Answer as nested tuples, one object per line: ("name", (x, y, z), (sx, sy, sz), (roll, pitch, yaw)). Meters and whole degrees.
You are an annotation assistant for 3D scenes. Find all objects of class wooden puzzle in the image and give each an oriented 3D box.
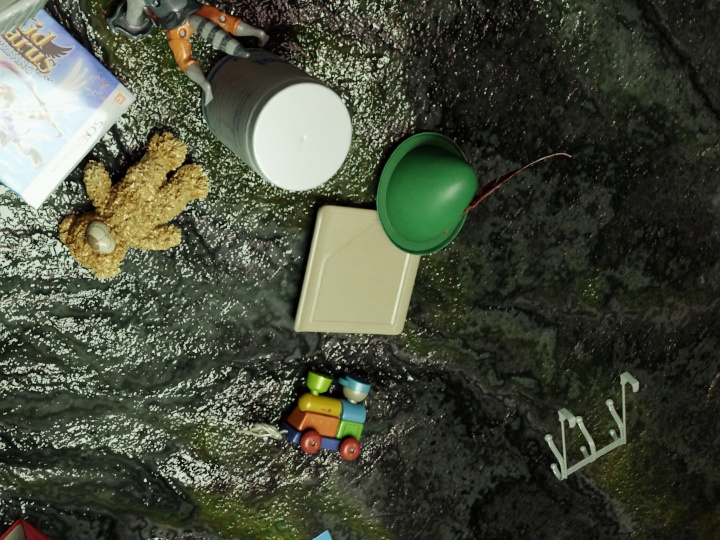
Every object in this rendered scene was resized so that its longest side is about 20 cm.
("wooden puzzle", (0.000, 0.000, 1.536), (0.197, 0.037, 0.188), (2, 109, -34))

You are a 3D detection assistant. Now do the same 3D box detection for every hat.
("hat", (0.140, -0.107, 1.458), (0.164, 0.175, 0.203), (26, 85, -33))

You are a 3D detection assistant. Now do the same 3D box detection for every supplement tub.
("supplement tub", (-0.106, -0.187, 1.293), (0.130, 0.200, 0.134), (-11, 116, -24))

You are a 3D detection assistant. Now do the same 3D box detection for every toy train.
("toy train", (-0.078, 0.198, 1.553), (0.198, 0.084, 0.118), (17, 92, -33))

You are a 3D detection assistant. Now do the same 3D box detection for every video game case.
("video game case", (-0.391, -0.202, 1.226), (0.182, 0.045, 0.200), (-49, 125, -3))

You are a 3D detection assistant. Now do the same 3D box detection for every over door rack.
("over door rack", (0.393, 0.260, 1.829), (0.146, 0.067, 0.202), (-26, 142, -16))

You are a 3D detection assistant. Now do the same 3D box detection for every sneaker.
("sneaker", (-0.357, -0.334, 1.147), (0.082, 0.074, 0.202), (39, 53, -20))

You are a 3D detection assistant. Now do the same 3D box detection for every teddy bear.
("teddy bear", (-0.279, -0.080, 1.326), (0.198, 0.067, 0.147), (-26, 119, -17))

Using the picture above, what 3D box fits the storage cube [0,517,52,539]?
("storage cube", (-0.435, 0.480, 1.420), (0.200, 0.171, 0.180), (-45, 125, -4))

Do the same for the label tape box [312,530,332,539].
("label tape box", (-0.068, 0.540, 1.712), (0.143, 0.063, 0.202), (-30, 123, -15))

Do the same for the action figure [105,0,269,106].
("action figure", (-0.190, -0.323, 1.237), (0.193, 0.105, 0.200), (44, 82, -10))
